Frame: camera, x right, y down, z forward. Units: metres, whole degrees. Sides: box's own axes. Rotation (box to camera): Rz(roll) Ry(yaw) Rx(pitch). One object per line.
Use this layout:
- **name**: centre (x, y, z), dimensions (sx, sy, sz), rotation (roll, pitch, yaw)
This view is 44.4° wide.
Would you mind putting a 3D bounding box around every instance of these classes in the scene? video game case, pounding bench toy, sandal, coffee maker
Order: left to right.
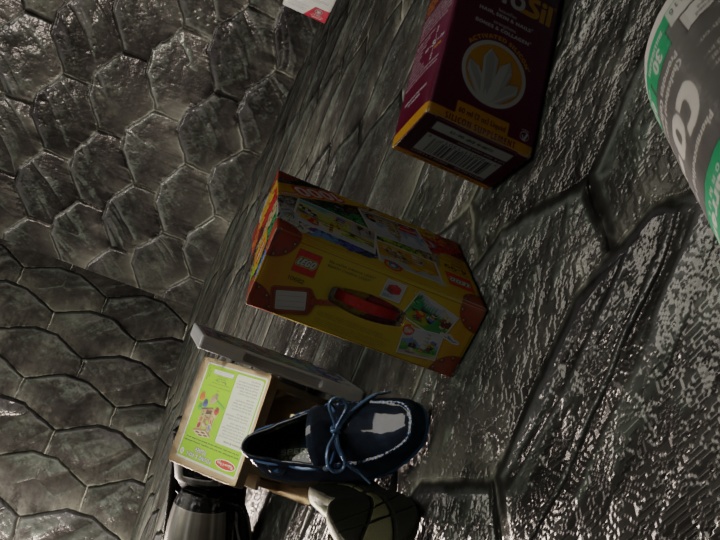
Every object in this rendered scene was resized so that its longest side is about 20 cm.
- **coffee maker**: centre (-0.231, 0.327, 1.300), dimensions (0.192, 0.133, 0.203), rotation (-164, 83, -72)
- **video game case**: centre (-0.103, 0.109, 1.053), dimensions (0.143, 0.198, 0.018), rotation (-173, 105, -75)
- **pounding bench toy**: centre (-0.086, 0.196, 1.017), dimensions (0.198, 0.155, 0.126), rotation (7, 74, 43)
- **sandal**: centre (0.002, 0.227, 0.784), dimensions (0.201, 0.079, 0.058), rotation (168, 100, -78)

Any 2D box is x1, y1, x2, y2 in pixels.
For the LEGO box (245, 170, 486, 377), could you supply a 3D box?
- **LEGO box**: centre (0.000, 0.000, 0.815), dimensions (0.149, 0.198, 0.078), rotation (-101, 35, -64)

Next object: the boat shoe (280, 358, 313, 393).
- **boat shoe**: centre (-0.108, 0.195, 1.234), dimensions (0.201, 0.071, 0.065), rotation (120, 159, -47)

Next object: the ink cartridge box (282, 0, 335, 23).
- **ink cartridge box**: centre (-0.124, -0.877, 2.619), dimensions (0.200, 0.144, 0.146), rotation (128, 158, -48)

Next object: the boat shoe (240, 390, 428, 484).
- **boat shoe**: centre (-0.030, 0.165, 0.826), dimensions (0.198, 0.068, 0.085), rotation (-26, 54, 30)

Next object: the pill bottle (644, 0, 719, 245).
- **pill bottle**: centre (0.188, -0.047, 0.345), dimensions (0.201, 0.112, 0.114), rotation (-88, 23, -53)

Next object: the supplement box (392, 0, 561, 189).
- **supplement box**: centre (0.114, -0.197, 0.842), dimensions (0.086, 0.109, 0.203), rotation (144, 144, -64)
